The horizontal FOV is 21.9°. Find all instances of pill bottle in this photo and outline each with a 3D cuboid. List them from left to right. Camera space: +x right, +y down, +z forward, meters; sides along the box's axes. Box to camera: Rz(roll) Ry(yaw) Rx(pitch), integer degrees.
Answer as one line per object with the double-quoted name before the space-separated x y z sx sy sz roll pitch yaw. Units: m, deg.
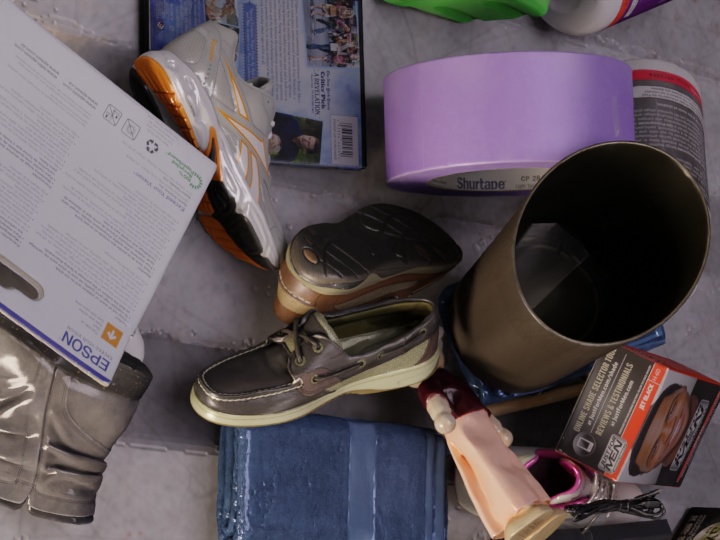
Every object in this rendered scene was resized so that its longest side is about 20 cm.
"pill bottle" 0.242 -0.284 1.633 0.199 0.112 0.113 -25 99 -34
"pill bottle" 0.239 -0.070 1.574 0.110 0.110 0.202 25 51 -30

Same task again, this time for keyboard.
"keyboard" 0.181 0.227 1.538 0.199 0.128 0.021 -1 47 -35

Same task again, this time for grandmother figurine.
"grandmother figurine" 0.079 0.119 1.440 0.060 0.121 0.201 -36 66 4

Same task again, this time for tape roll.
"tape roll" 0.117 -0.113 1.474 0.199 0.199 0.086 2 85 -35

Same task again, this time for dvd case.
"dvd case" -0.081 -0.155 1.450 0.198 0.017 0.144 2 83 -34

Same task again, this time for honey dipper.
"honey dipper" 0.156 0.107 1.582 0.198 0.038 0.038 -10 91 -31

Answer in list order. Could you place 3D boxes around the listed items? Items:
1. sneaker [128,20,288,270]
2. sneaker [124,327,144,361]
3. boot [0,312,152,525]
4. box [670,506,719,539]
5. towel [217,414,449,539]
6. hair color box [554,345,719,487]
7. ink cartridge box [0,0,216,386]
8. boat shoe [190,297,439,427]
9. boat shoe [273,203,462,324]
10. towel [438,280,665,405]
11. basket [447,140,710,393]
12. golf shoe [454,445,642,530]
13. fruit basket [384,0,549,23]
"sneaker" -0.088 -0.093 1.385 0.092 0.075 0.201 -41 124 -26
"sneaker" -0.193 -0.024 1.327 0.080 0.070 0.202 -31 102 -36
"boot" -0.252 0.088 1.271 0.199 0.070 0.133 27 95 -5
"box" 0.314 0.335 1.633 0.164 0.086 0.200 52 60 -20
"towel" -0.020 0.168 1.430 0.199 0.048 0.113 10 77 -35
"hair color box" 0.235 0.121 1.542 0.200 0.061 0.102 16 99 -64
"ink cartridge box" -0.214 -0.050 1.255 0.199 0.040 0.201 39 53 -21
"boat shoe" -0.031 0.059 1.373 0.199 0.072 0.066 -12 130 -23
"boat shoe" 0.000 0.000 1.461 0.199 0.074 0.076 -9 49 -51
"towel" 0.163 0.038 1.569 0.199 0.049 0.112 -17 77 -34
"basket" 0.150 0.013 1.418 0.136 0.200 0.180 46 63 2
"golf shoe" 0.173 0.187 1.548 0.199 0.091 0.076 14 76 -34
"fruit basket" 0.071 -0.317 1.508 0.215 0.154 0.218 -2 92 -51
